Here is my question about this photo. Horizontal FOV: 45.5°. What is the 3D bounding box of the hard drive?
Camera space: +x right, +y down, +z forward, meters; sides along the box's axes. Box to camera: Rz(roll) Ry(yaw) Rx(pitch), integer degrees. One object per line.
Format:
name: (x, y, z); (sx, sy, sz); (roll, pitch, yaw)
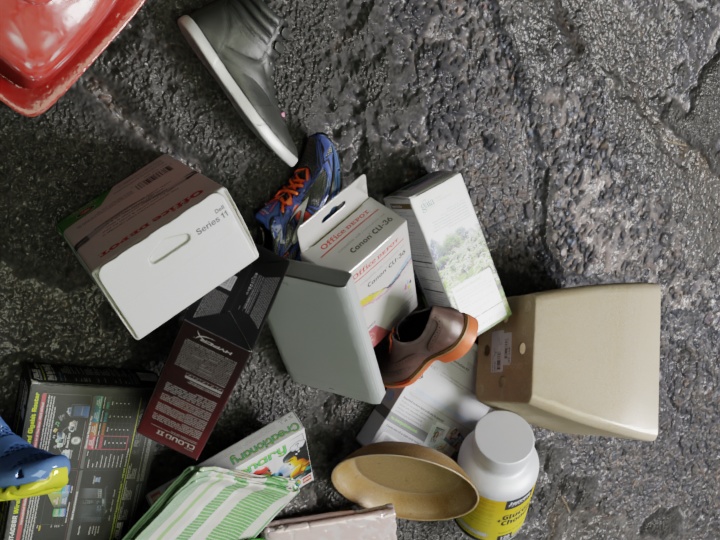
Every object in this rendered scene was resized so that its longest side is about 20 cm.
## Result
hard drive: (-0.049, 0.070, 0.993); (0.026, 0.130, 0.202); (-58, 147, -36)

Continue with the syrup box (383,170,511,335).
syrup box: (0.111, -0.018, 1.090); (0.078, 0.081, 0.203); (-28, 104, -19)

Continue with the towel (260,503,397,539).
towel: (-0.040, 0.418, 1.169); (0.188, 0.032, 0.204); (-6, 109, -12)

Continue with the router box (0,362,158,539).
router box: (-0.312, 0.209, 0.956); (0.148, 0.062, 0.203); (8, 101, -32)

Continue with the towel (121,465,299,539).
towel: (-0.174, 0.292, 1.009); (0.153, 0.023, 0.199); (-47, 146, 10)

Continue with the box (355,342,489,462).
box: (0.106, 0.186, 1.195); (0.155, 0.041, 0.202); (33, 89, -32)

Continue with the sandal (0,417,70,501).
sandal: (-0.376, 0.183, 0.861); (0.079, 0.197, 0.089); (20, 71, -66)

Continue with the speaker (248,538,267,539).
speaker: (-0.136, 0.439, 1.091); (0.087, 0.089, 0.203); (-8, 124, -26)

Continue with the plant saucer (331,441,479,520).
plant saucer: (0.060, 0.276, 1.140); (0.200, 0.198, 0.036); (40, 45, -32)

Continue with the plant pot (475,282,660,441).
plant pot: (0.264, 0.115, 1.147); (0.174, 0.199, 0.204); (8, 80, -24)

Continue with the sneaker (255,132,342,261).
sneaker: (-0.080, -0.065, 0.996); (0.077, 0.075, 0.203); (17, 95, -28)

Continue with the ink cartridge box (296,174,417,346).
ink cartridge box: (0.000, 0.000, 1.010); (0.116, 0.067, 0.202); (-42, 145, -23)

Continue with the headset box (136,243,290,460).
headset box: (-0.158, 0.086, 0.905); (0.076, 0.150, 0.201); (25, 126, -5)

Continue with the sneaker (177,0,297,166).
sneaker: (-0.102, -0.214, 0.935); (0.099, 0.071, 0.201); (-38, 116, -7)

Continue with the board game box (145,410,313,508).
board game box: (-0.154, 0.264, 1.051); (0.198, 0.035, 0.127); (-28, 142, -19)

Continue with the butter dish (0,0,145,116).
butter dish: (-0.299, -0.262, 0.767); (0.200, 0.147, 0.200); (-49, 122, -6)

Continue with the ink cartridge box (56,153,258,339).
ink cartridge box: (-0.207, -0.032, 0.858); (0.146, 0.199, 0.084); (-35, 118, -14)

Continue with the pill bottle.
pill bottle: (0.186, 0.285, 1.189); (0.111, 0.112, 0.202); (-24, 141, -20)

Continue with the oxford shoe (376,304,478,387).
oxford shoe: (0.061, 0.089, 1.072); (0.072, 0.200, 0.072); (29, 52, -19)
